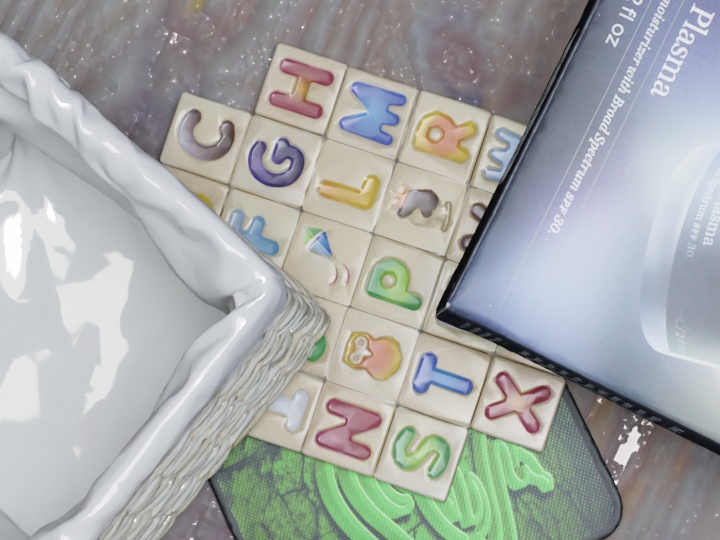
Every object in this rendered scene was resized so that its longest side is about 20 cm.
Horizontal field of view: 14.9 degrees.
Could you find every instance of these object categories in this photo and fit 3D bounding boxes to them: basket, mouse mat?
[{"bbox_3d":[-0.146,0.024,1.127,0.198,0.161,0.200,40,94,10],"label":"basket"},{"bbox_3d":[0.004,0.054,1.198,0.161,0.008,0.201,-26,85,3],"label":"mouse mat"}]

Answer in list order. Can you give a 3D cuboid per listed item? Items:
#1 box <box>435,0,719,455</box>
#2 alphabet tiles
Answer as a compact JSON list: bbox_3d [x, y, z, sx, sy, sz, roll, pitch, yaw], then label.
[{"bbox_3d":[0.162,-0.028,1.125,0.198,0.123,0.201,26,88,0],"label":"box"},{"bbox_3d":[0.000,0.000,1.196,0.199,0.006,0.167,19,88,7],"label":"alphabet tiles"}]
